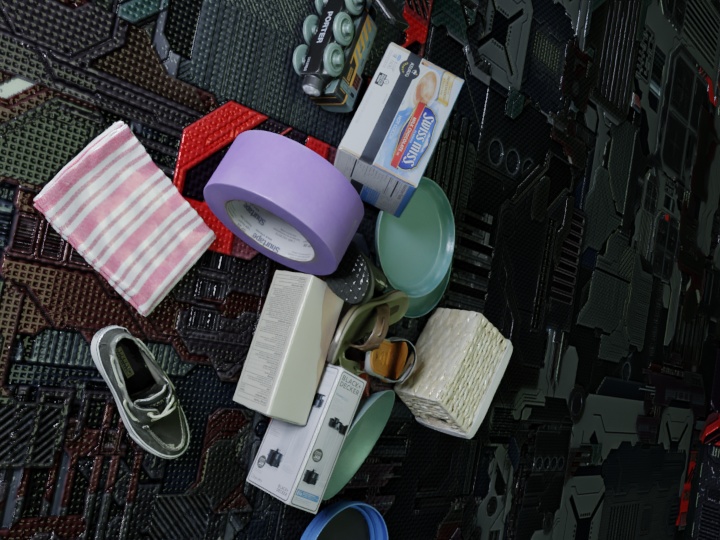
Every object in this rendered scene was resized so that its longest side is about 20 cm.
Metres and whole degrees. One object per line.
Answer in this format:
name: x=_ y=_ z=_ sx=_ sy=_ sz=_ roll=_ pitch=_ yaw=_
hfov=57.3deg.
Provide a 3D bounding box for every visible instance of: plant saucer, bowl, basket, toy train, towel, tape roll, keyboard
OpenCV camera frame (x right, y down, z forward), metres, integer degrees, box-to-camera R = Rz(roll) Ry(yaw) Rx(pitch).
plant saucer: x=-0.015 y=0.269 z=1.056 sx=0.201 sy=0.038 sz=0.203 roll=-47 pitch=156 yaw=-28
bowl: x=-0.034 y=0.485 z=1.098 sx=0.198 sy=0.039 sz=0.205 roll=-5 pitch=98 yaw=-44
basket: x=0.167 y=0.179 z=1.201 sx=0.124 sy=0.134 sz=0.202 roll=46 pitch=63 yaw=-32
toy train: x=-0.031 y=-0.339 z=0.994 sx=0.114 sy=0.084 sz=0.204 roll=38 pitch=64 yaw=-54
towel: x=-0.278 y=-0.060 z=0.810 sx=0.147 sy=0.030 sz=0.201 roll=-53 pitch=127 yaw=-26
plant saucer: x=0.091 y=-0.058 z=1.127 sx=0.198 sy=0.027 sz=0.205 roll=-7 pitch=100 yaw=-44
tape roll: x=-0.100 y=-0.084 z=0.864 sx=0.200 sy=0.198 sz=0.086 roll=44 pitch=65 yaw=-37
keyboard: x=0.008 y=-0.445 z=0.994 sx=0.202 sy=0.020 sz=0.127 roll=56 pitch=25 yaw=2
plant saucer: x=0.093 y=-0.018 z=1.180 sx=0.198 sy=0.027 sz=0.205 roll=-6 pitch=98 yaw=-45

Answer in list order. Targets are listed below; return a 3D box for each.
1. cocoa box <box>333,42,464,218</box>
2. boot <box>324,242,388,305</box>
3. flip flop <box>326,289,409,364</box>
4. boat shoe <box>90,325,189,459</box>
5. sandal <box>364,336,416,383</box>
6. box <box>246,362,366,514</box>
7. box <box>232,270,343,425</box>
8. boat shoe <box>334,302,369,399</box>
cocoa box: x=0.055 y=-0.212 z=1.018 sx=0.129 sy=0.134 sz=0.203 roll=25 pitch=73 yaw=-1
boot: x=0.000 y=0.000 z=0.980 sx=0.130 sy=0.200 sz=0.068 roll=28 pitch=102 yaw=-38
flip flop: x=0.022 y=0.087 z=0.995 sx=0.199 sy=0.057 sz=0.082 roll=-22 pitch=142 yaw=-50
boat shoe: x=-0.266 y=0.161 z=0.820 sx=0.071 sy=0.063 sz=0.203 roll=-42 pitch=121 yaw=-33
sandal: x=0.061 y=0.153 z=1.098 sx=0.206 sy=0.058 sz=0.081 roll=23 pitch=76 yaw=-70
box: x=-0.079 y=0.237 z=0.974 sx=0.060 sy=0.115 sz=0.203 roll=33 pitch=70 yaw=-37
box: x=-0.102 y=0.110 z=0.956 sx=0.077 sy=0.094 sz=0.204 roll=27 pitch=77 yaw=-42
boat shoe: x=-0.015 y=0.134 z=1.066 sx=0.071 sy=0.062 sz=0.204 roll=-27 pitch=114 yaw=-41
